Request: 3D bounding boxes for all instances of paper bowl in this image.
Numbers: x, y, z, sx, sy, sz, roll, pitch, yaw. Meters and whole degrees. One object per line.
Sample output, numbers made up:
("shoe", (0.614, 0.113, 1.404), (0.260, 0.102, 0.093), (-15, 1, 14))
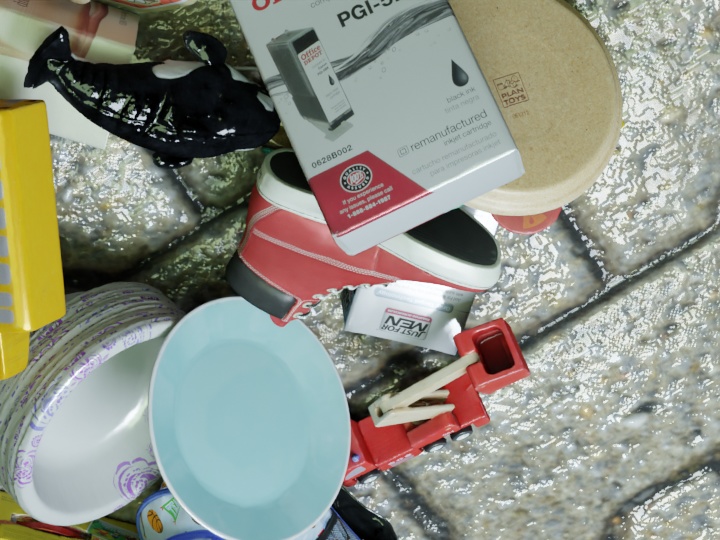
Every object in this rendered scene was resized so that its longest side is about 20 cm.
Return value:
("paper bowl", (-0.221, 0.098, 1.307), (0.201, 0.104, 0.201), (-33, 144, -29))

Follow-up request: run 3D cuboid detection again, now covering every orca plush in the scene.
("orca plush", (-0.135, -0.123, 1.166), (0.200, 0.071, 0.105), (28, 98, -38))

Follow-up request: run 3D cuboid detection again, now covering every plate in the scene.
("plate", (-0.091, 0.120, 1.285), (0.200, 0.200, 0.026), (45, 142, -21))

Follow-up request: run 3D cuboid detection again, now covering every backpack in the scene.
("backpack", (-0.098, 0.239, 1.367), (0.200, 0.154, 0.191), (-23, 105, 38))

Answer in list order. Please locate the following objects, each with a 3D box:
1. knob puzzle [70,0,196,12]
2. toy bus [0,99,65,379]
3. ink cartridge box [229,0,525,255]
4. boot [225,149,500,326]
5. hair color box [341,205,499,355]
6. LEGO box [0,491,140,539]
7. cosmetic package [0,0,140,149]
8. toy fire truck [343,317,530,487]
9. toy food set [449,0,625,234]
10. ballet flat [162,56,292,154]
("knob puzzle", (-0.203, -0.214, 1.161), (0.219, 0.220, 0.030), (14, 84, -11))
("toy bus", (-0.262, -0.020, 1.164), (0.078, 0.065, 0.200), (2, 104, 20))
("ink cartridge box", (0.011, -0.134, 1.163), (0.147, 0.083, 0.200), (-26, 78, 4))
("boot", (0.000, 0.000, 1.268), (0.200, 0.072, 0.144), (20, 127, -2))
("hair color box", (0.058, -0.039, 1.324), (0.099, 0.061, 0.200), (13, 112, -10))
("LEGO box", (-0.293, 0.286, 1.429), (0.200, 0.077, 0.149), (17, 112, -12))
("cosmetic package", (-0.273, -0.171, 1.211), (0.200, 0.103, 0.087), (16, 110, -13))
("toy fire truck", (0.049, 0.115, 1.352), (0.200, 0.141, 0.049), (-25, 70, 7))
("toy food set", (0.108, -0.130, 1.244), (0.200, 0.049, 0.198), (-35, 86, -20))
("ballet flat", (-0.076, -0.122, 1.281), (0.200, 0.068, 0.072), (17, 92, -8))
